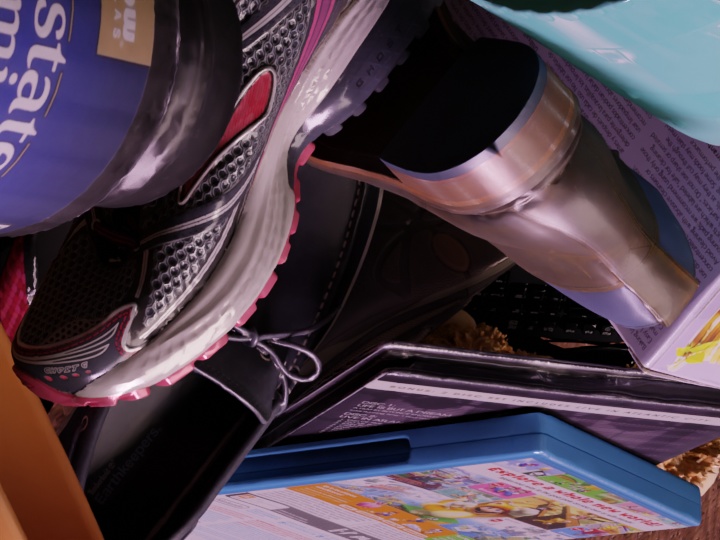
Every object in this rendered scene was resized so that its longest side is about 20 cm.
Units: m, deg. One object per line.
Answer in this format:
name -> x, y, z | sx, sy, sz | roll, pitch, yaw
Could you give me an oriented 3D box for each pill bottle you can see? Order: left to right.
pill bottle -> -0.119, -0.067, 0.768 | 0.112, 0.112, 0.200 | -52, 155, 17

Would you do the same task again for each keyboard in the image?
keyboard -> 0.124, 0.023, 1.244 | 0.199, 0.040, 0.104 | 4, 141, -5

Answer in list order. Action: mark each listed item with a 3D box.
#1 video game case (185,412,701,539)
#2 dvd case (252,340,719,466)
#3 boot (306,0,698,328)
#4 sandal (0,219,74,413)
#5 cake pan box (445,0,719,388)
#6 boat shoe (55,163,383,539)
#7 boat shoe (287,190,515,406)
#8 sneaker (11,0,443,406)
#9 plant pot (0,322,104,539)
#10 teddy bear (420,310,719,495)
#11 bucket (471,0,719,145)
video game case -> 0.012, 0.087, 1.105 | 0.199, 0.018, 0.143 | -9, 161, 29
dvd case -> 0.041, 0.063, 1.080 | 0.148, 0.016, 0.200 | 7, 163, -20
boot -> 0.038, -0.035, 0.958 | 0.075, 0.200, 0.097 | -47, 114, -1
sandal -> -0.101, -0.002, 0.981 | 0.075, 0.045, 0.200 | -21, 147, -44
cake pan box -> 0.119, -0.091, 1.002 | 0.052, 0.200, 0.184 | 16, 121, -45
boat shoe -> -0.051, 0.028, 1.033 | 0.200, 0.075, 0.062 | -56, -162, -5
boat shoe -> 0.000, 0.000, 1.129 | 0.200, 0.075, 0.073 | -28, 163, -13
sneaker -> -0.055, -0.049, 0.911 | 0.075, 0.081, 0.200 | 37, 79, -40
plant pot -> -0.163, 0.084, 0.873 | 0.140, 0.201, 0.200 | -25, 155, 0
teddy bear -> 0.071, 0.061, 1.231 | 0.199, 0.145, 0.067 | 16, 79, -26
bucket -> 0.110, -0.146, 0.889 | 0.135, 0.207, 0.207 | 19, 115, -50
